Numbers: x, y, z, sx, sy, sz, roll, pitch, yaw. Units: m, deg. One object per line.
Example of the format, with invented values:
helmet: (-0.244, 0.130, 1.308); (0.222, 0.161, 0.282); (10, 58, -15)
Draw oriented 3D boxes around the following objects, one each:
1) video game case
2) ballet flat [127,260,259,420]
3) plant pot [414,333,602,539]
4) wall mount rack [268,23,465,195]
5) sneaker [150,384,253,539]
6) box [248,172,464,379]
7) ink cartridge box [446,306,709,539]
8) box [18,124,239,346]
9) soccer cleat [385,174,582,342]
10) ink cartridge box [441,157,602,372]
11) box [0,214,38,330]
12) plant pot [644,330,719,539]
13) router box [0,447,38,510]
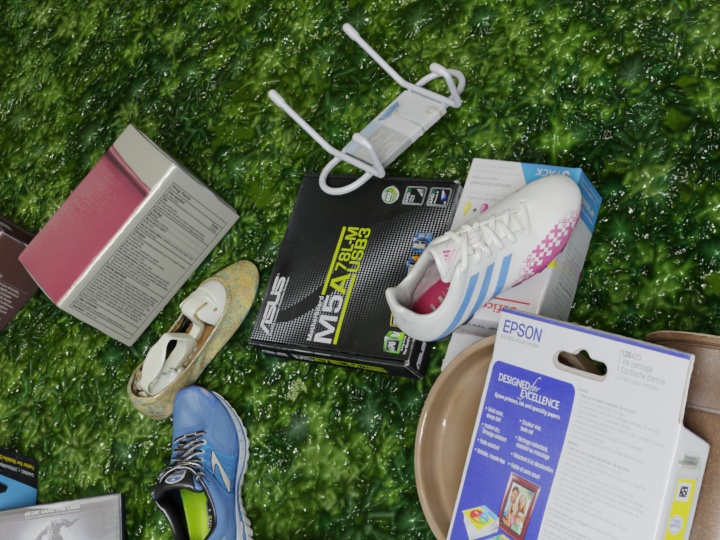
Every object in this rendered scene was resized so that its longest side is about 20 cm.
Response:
video game case: (-0.306, 0.335, 1.124); (0.142, 0.019, 0.201); (-9, 67, 4)
ballet flat: (-0.180, 0.068, 1.188); (0.071, 0.071, 0.200); (31, 85, 37)
plant pot: (0.147, 0.156, 0.921); (0.200, 0.092, 0.202); (-15, 69, 42)
wall mount rack: (0.006, -0.177, 1.170); (0.200, 0.075, 0.174); (-43, 43, -14)
sneaker: (-0.158, 0.200, 1.096); (0.078, 0.089, 0.201); (-25, 57, 17)
box: (0.000, 0.000, 1.127); (0.192, 0.048, 0.201); (7, 70, 31)
ink cartridge box: (0.155, 0.142, 0.804); (0.197, 0.047, 0.201); (15, 90, 57)
box: (-0.258, -0.038, 1.245); (0.200, 0.128, 0.109); (-50, 52, -1)
soccer cleat: (0.107, -0.015, 0.961); (0.200, 0.086, 0.070); (-43, 53, 5)
ink cartridge box: (0.137, 0.003, 1.032); (0.115, 0.068, 0.201); (9, 72, 33)
box: (-0.476, 0.029, 1.348); (0.200, 0.100, 0.075); (-47, 53, 2)
plant pot: (0.282, 0.167, 0.802); (0.200, 0.200, 0.199); (11, 80, 33)
router box: (-0.425, 0.249, 1.160); (0.051, 0.200, 0.150); (-20, 59, 23)
